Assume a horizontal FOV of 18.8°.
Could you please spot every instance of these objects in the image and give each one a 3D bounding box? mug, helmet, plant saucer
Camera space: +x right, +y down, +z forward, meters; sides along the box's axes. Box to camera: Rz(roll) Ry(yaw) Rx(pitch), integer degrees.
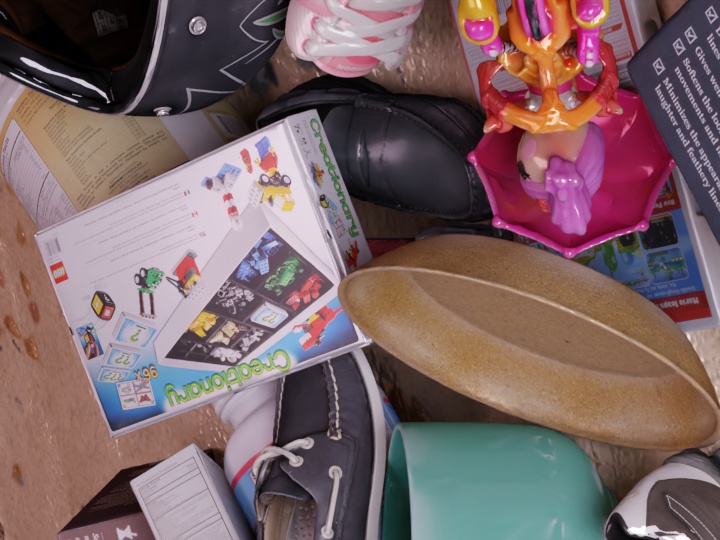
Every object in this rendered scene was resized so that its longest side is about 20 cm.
[{"bbox_3d":[0.073,0.143,1.137,0.152,0.113,0.186,99,171,-58],"label":"mug"},{"bbox_3d":[-0.125,-0.179,1.226,0.189,0.201,0.201,16,127,5],"label":"helmet"},{"bbox_3d":[0.087,0.030,1.058,0.200,0.199,0.036,-5,58,57],"label":"plant saucer"}]

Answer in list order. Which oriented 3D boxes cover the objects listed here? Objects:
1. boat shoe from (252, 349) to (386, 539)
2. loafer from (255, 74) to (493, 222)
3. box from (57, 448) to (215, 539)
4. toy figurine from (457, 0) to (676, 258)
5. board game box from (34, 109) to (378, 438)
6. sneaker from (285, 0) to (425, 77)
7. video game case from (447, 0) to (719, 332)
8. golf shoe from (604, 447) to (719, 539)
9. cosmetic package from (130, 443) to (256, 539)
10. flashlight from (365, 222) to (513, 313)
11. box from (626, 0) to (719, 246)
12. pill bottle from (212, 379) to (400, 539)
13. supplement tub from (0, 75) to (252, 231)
[{"bbox_3d":[-0.029,0.126,1.182,0.074,0.060,0.202,-18,68,51],"label":"boat shoe"},{"bbox_3d":[0.011,-0.063,1.172,0.200,0.070,0.069,26,127,56],"label":"loafer"},{"bbox_3d":[-0.133,0.189,1.420,0.200,0.074,0.101,-52,-53,-84],"label":"box"},{"bbox_3d":[0.089,-0.090,0.959,0.200,0.149,0.186,-80,-22,-65],"label":"toy figurine"},{"bbox_3d":[-0.083,0.005,1.195,0.199,0.035,0.127,-21,90,36],"label":"board game box"},{"bbox_3d":[0.018,-0.154,1.108,0.200,0.075,0.106,-9,74,64],"label":"sneaker"},{"bbox_3d":[0.112,-0.064,1.084,0.143,0.017,0.202,-13,93,57],"label":"video game case"},{"bbox_3d":[0.174,0.188,1.038,0.078,0.094,0.202,-30,80,55],"label":"golf shoe"},{"bbox_3d":[-0.073,0.182,1.338,0.083,0.050,0.200,63,-176,29],"label":"cosmetic package"},{"bbox_3d":[0.000,0.000,1.205,0.199,0.068,0.068,1,141,51],"label":"flashlight"},{"bbox_3d":[0.219,-0.077,0.834,0.149,0.106,0.200,64,147,14],"label":"box"},{"bbox_3d":[-0.013,0.133,1.279,0.201,0.108,0.109,61,145,19],"label":"pill bottle"},{"bbox_3d":[-0.143,-0.068,1.348,0.200,0.143,0.145,53,142,28],"label":"supplement tub"}]
